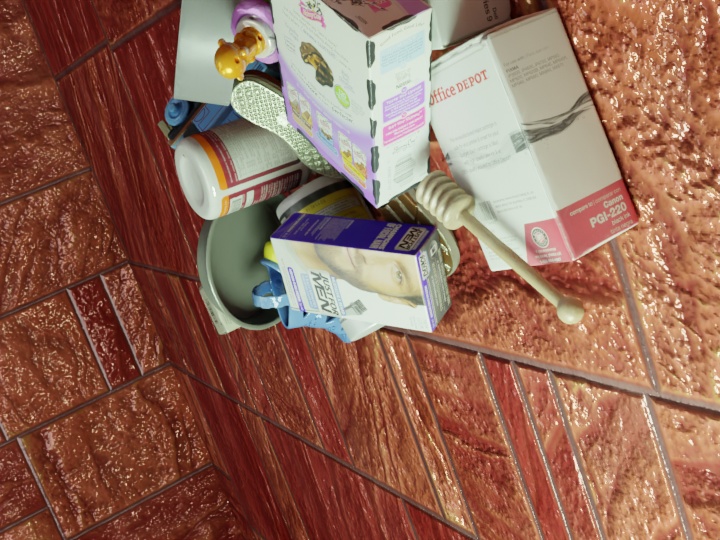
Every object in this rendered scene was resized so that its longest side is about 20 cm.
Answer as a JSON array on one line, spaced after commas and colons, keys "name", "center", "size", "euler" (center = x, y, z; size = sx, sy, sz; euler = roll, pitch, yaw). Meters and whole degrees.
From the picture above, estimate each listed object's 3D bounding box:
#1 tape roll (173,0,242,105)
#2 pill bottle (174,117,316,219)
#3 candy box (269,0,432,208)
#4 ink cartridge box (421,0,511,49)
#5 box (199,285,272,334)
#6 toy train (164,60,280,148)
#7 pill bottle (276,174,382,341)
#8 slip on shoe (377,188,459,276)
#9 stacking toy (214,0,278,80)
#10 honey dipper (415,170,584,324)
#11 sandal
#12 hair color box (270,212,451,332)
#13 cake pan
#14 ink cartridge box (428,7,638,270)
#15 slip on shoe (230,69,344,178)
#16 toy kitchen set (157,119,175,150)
[{"name": "tape roll", "center": [-0.171, -0.292, 1.125], "size": [0.200, 0.066, 0.202], "euler": [-174, 90, -79]}, {"name": "pill bottle", "center": [-0.131, -0.148, 1.296], "size": [0.110, 0.199, 0.110], "euler": [42, 145, 40]}, {"name": "candy box", "center": [-0.009, -0.188, 0.932], "size": [0.168, 0.071, 0.201], "euler": [47, 156, 33]}, {"name": "ink cartridge box", "center": [0.039, -0.284, 0.928], "size": [0.200, 0.087, 0.146], "euler": [17, 129, 59]}, {"name": "box", "center": [-0.134, 0.018, 1.484], "size": [0.083, 0.199, 0.068], "euler": [66, 161, -1]}, {"name": "toy train", "center": [-0.189, -0.233, 1.379], "size": [0.114, 0.200, 0.087], "euler": [51, -164, 30]}, {"name": "pill bottle", "center": [-0.018, -0.018, 1.302], "size": [0.201, 0.114, 0.114], "euler": [62, 158, 8]}, {"name": "slip on shoe", "center": [0.052, -0.083, 1.156], "size": [0.200, 0.061, 0.076], "euler": [48, 138, -5]}, {"name": "stacking toy", "center": [-0.088, -0.254, 1.014], "size": [0.109, 0.200, 0.117], "euler": [0, 130, 40]}, {"name": "honey dipper", "center": [0.121, -0.019, 0.870], "size": [0.200, 0.038, 0.038], "euler": [47, 152, 35]}, {"name": "sandal", "center": [-0.081, 0.046, 1.378], "size": [0.200, 0.087, 0.079], "euler": [41, 169, -31]}, {"name": "hair color box", "center": [0.000, 0.000, 1.169], "size": [0.199, 0.065, 0.110], "euler": [6, 128, 29]}, {"name": "cake pan", "center": [-0.151, -0.019, 1.379], "size": [0.037, 0.200, 0.202], "euler": [1, 117, 38]}, {"name": "ink cartridge box", "center": [0.142, -0.111, 0.882], "size": [0.201, 0.084, 0.145], "euler": [65, 159, -7]}, {"name": "slip on shoe", "center": [-0.075, -0.185, 1.233], "size": [0.199, 0.074, 0.061], "euler": [31, -153, -24]}, {"name": "toy kitchen set", "center": [-0.164, -0.172, 1.515], "size": [0.200, 0.163, 0.180], "euler": [54, -176, 25]}]
